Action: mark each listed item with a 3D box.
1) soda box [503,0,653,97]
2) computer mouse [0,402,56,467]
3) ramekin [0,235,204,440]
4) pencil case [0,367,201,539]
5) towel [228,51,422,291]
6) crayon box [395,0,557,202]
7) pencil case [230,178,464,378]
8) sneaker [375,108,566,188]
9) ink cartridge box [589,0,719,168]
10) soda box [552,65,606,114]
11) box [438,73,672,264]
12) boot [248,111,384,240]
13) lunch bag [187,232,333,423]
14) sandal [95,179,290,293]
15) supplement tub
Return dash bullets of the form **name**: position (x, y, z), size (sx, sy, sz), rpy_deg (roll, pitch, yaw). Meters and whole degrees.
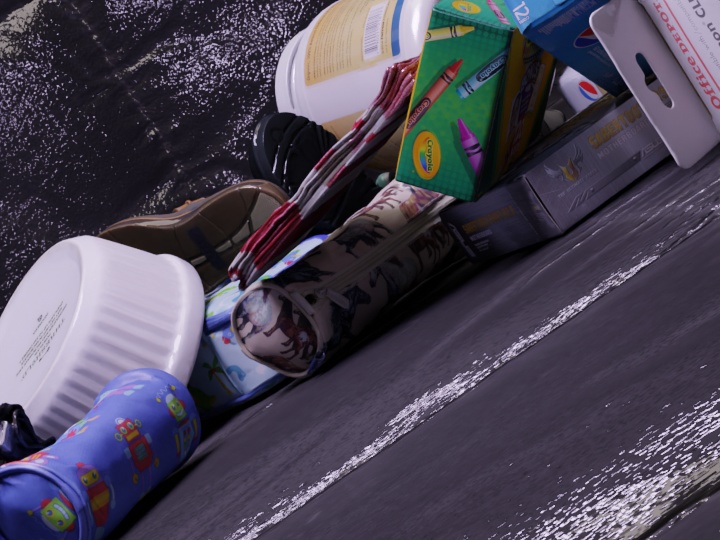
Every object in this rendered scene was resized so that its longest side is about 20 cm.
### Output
- **soda box**: position (0.145, -0.171, 1.526), size (0.064, 0.068, 0.200), rpy_deg (-32, -18, 15)
- **computer mouse**: position (-0.267, 0.186, 1.596), size (0.200, 0.053, 0.139), rpy_deg (-49, -17, -9)
- **ramekin**: position (-0.207, 0.066, 1.792), size (0.202, 0.094, 0.203), rpy_deg (-44, 31, 35)
- **pencil case**: position (-0.176, 0.131, 1.575), size (0.087, 0.078, 0.200), rpy_deg (-29, 5, 26)
- **towel**: position (-0.009, -0.078, 1.655), size (0.200, 0.023, 0.144), rpy_deg (-49, -3, 22)
- **crayon box**: position (0.086, -0.131, 1.614), size (0.200, 0.058, 0.119), rpy_deg (-45, -31, -66)
- **pencil case**: position (0.000, 0.000, 1.736), size (0.200, 0.078, 0.089), rpy_deg (-37, 9, -39)
- **sneaker**: position (0.109, -0.085, 1.977), size (0.140, 0.078, 0.200), rpy_deg (-34, 13, -33)
- **ink cartridge box**: position (0.242, -0.160, 1.451), size (0.200, 0.117, 0.067), rpy_deg (-37, 6, -32)
- **soda box**: position (0.242, -0.187, 1.876), size (0.200, 0.068, 0.064), rpy_deg (-46, 14, -24)
- **box**: position (0.165, -0.085, 1.644), size (0.200, 0.048, 0.158), rpy_deg (-35, 4, -19)
- **boot**: position (-0.055, -0.040, 1.924), size (0.162, 0.198, 0.073), rpy_deg (-15, 48, 46)
- **lunch bag**: position (-0.080, 0.044, 1.850), size (0.161, 0.083, 0.200), rpy_deg (-33, 4, -34)
- **sandal**: position (-0.123, -0.030, 1.878), size (0.200, 0.082, 0.055), rpy_deg (-24, 18, 38)
- **supplement tub**: position (0.039, -0.156, 1.884), size (0.145, 0.145, 0.200), rpy_deg (-37, 14, -36)
